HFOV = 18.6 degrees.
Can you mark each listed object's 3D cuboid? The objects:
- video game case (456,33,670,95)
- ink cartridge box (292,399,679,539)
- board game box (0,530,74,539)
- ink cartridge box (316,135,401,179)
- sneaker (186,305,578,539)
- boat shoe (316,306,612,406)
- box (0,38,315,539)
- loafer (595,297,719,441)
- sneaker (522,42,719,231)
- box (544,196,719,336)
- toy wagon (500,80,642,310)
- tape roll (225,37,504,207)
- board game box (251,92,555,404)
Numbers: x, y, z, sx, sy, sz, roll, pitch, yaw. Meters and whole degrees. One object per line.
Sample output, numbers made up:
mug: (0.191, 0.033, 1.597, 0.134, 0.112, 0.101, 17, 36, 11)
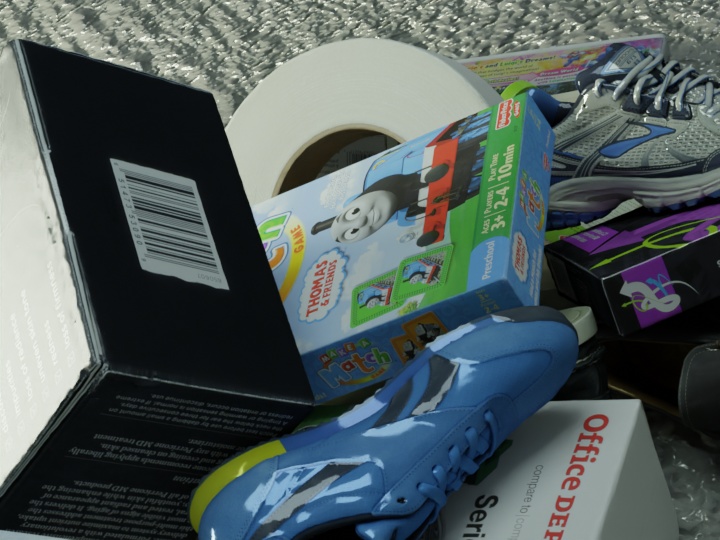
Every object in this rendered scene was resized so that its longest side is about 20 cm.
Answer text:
video game case: (0.090, -0.086, 1.397, 0.198, 0.024, 0.183, -6, 34, 20)
ink cartridge box: (0.035, 0.135, 1.028, 0.198, 0.085, 0.146, -4, 35, 23)
board game box: (-0.146, 0.192, 0.925, 0.198, 0.201, 0.041, 2, 38, 30)
ink cartridge box: (0.001, -0.089, 1.344, 0.094, 0.037, 0.200, 4, 17, 18)
sneaker: (0.023, 0.089, 0.972, 0.199, 0.066, 0.078, -29, 46, -13)
boat shoe: (0.040, 0.081, 1.125, 0.198, 0.067, 0.075, -22, 8, 19)
box: (-0.143, 0.036, 1.047, 0.197, 0.123, 0.201, -47, 46, 33)
loafer: (0.185, 0.060, 1.076, 0.072, 0.073, 0.200, -22, 20, -26)
sneaker: (0.151, -0.078, 1.149, 0.199, 0.086, 0.077, -12, 12, 40)
box: (0.202, -0.028, 1.125, 0.198, 0.036, 0.143, -21, 9, -4)
toy wagon: (0.101, -0.029, 1.265, 0.200, 0.040, 0.155, -42, 47, -16)
tape roll: (0.003, -0.025, 1.201, 0.201, 0.205, 0.037, 0, -2, 27)
board game box: (0.000, 0.000, 1.109, 0.199, 0.037, 0.152, -22, 33, 25)
